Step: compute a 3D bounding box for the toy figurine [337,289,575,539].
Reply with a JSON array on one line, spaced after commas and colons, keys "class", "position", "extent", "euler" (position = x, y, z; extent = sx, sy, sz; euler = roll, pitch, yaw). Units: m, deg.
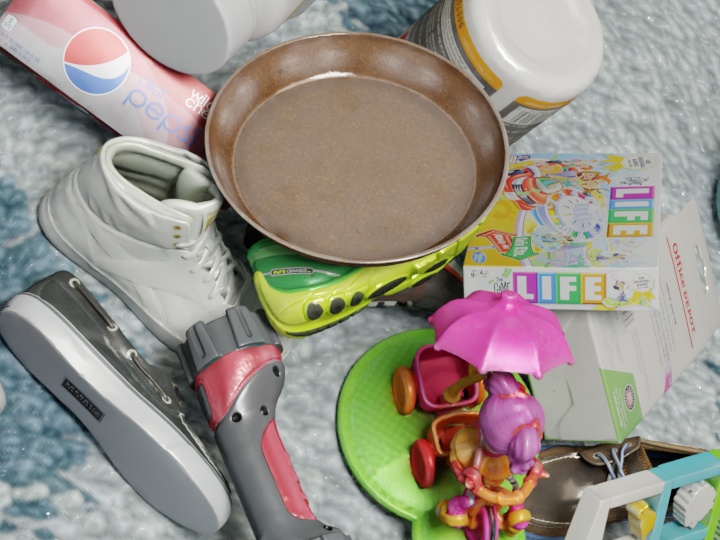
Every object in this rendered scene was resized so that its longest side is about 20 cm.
[{"class": "toy figurine", "position": [0.080, 0.097, 1.217], "extent": [0.150, 0.184, 0.201], "euler": [-6, 67, -16]}]

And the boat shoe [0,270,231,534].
[{"class": "boat shoe", "position": [-0.147, 0.082, 1.181], "extent": [0.200, 0.069, 0.057], "euler": [47, 53, -3]}]

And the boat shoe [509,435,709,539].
[{"class": "boat shoe", "position": [0.186, 0.153, 1.350], "extent": [0.199, 0.072, 0.072], "euler": [-6, 73, -33]}]

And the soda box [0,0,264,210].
[{"class": "soda box", "position": [-0.157, -0.124, 1.250], "extent": [0.200, 0.070, 0.064], "euler": [36, 86, -13]}]

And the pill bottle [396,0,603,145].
[{"class": "pill bottle", "position": [0.075, -0.136, 1.326], "extent": [0.116, 0.200, 0.117], "euler": [14, 62, -28]}]

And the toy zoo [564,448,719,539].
[{"class": "toy zoo", "position": [0.205, 0.200, 1.319], "extent": [0.199, 0.132, 0.020], "euler": [-11, 33, -34]}]

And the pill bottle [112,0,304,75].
[{"class": "pill bottle", "position": [-0.072, -0.227, 1.231], "extent": [0.114, 0.114, 0.200], "euler": [44, 54, -8]}]

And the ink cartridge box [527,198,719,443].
[{"class": "ink cartridge box", "position": [0.197, 0.033, 1.377], "extent": [0.200, 0.067, 0.118], "euler": [-37, 117, -48]}]

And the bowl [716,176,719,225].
[{"class": "bowl", "position": [0.379, -0.052, 1.537], "extent": [0.200, 0.105, 0.202], "euler": [13, 63, -26]}]

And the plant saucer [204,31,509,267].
[{"class": "plant saucer", "position": [-0.003, -0.075, 1.203], "extent": [0.199, 0.035, 0.201], "euler": [3, 52, -4]}]

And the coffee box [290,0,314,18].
[{"class": "coffee box", "position": [-0.113, -0.280, 1.350], "extent": [0.114, 0.080, 0.201], "euler": [-20, 81, -36]}]

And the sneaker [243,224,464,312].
[{"class": "sneaker", "position": [0.000, 0.000, 1.320], "extent": [0.200, 0.077, 0.082], "euler": [30, 84, -16]}]

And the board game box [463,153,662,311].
[{"class": "board game box", "position": [0.152, -0.032, 1.333], "extent": [0.134, 0.034, 0.200], "euler": [1, 26, 9]}]

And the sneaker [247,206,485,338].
[{"class": "sneaker", "position": [0.010, -0.025, 1.231], "extent": [0.200, 0.074, 0.084], "euler": [-24, 76, -38]}]

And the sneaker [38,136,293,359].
[{"class": "sneaker", "position": [-0.109, -0.009, 1.214], "extent": [0.200, 0.116, 0.074], "euler": [35, 54, -16]}]

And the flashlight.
[{"class": "flashlight", "position": [-0.053, 0.122, 1.168], "extent": [0.068, 0.068, 0.200], "euler": [17, 42, -59]}]

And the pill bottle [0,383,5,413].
[{"class": "pill bottle", "position": [-0.298, 0.013, 1.089], "extent": [0.113, 0.113, 0.201], "euler": [-19, 81, -36]}]
